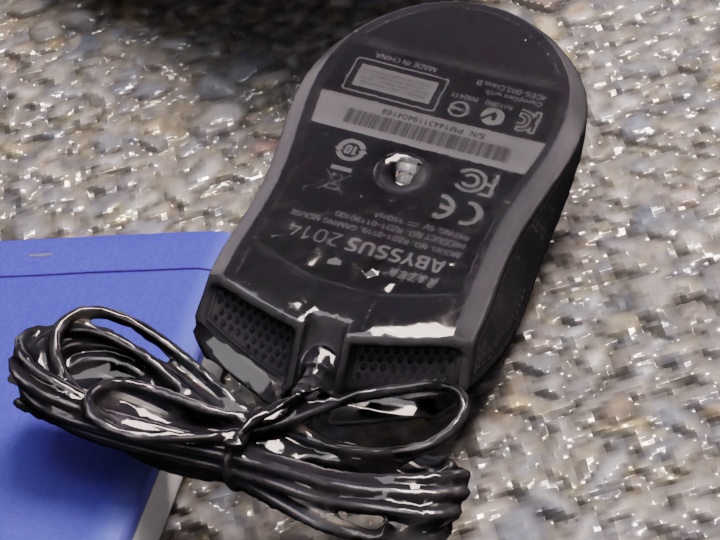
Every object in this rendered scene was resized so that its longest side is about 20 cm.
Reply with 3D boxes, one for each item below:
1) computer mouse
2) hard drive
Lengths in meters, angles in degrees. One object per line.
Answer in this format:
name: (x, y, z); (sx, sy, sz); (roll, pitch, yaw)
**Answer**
computer mouse: (0.000, 0.000, 0.784); (0.138, 0.053, 0.200); (18, 51, 19)
hard drive: (-0.117, 0.063, 0.777); (0.132, 0.025, 0.200); (-2, 39, 19)
